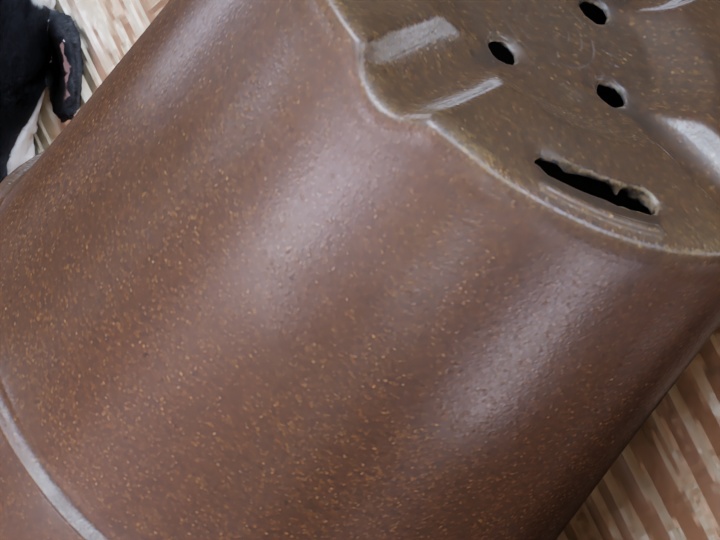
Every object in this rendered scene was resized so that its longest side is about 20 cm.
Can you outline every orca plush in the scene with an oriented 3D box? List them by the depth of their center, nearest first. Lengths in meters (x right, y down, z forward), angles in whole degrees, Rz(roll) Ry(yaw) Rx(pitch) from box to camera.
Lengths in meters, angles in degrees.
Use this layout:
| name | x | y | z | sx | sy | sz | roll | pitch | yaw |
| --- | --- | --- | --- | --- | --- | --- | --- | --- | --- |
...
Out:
| name | x | y | z | sx | sy | sz | roll | pitch | yaw |
| --- | --- | --- | --- | --- | --- | --- | --- | --- | --- |
| orca plush | -0.160 | -0.058 | 0.901 | 0.105 | 0.071 | 0.200 | 49 | 135 | 22 |

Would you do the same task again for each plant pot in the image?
| name | x | y | z | sx | sy | sz | roll | pitch | yaw |
| --- | --- | --- | --- | --- | --- | --- | --- | --- | --- |
| plant pot | 0.000 | 0.000 | 0.669 | 0.200 | 0.200 | 0.198 | 53 | 130 | 18 |
